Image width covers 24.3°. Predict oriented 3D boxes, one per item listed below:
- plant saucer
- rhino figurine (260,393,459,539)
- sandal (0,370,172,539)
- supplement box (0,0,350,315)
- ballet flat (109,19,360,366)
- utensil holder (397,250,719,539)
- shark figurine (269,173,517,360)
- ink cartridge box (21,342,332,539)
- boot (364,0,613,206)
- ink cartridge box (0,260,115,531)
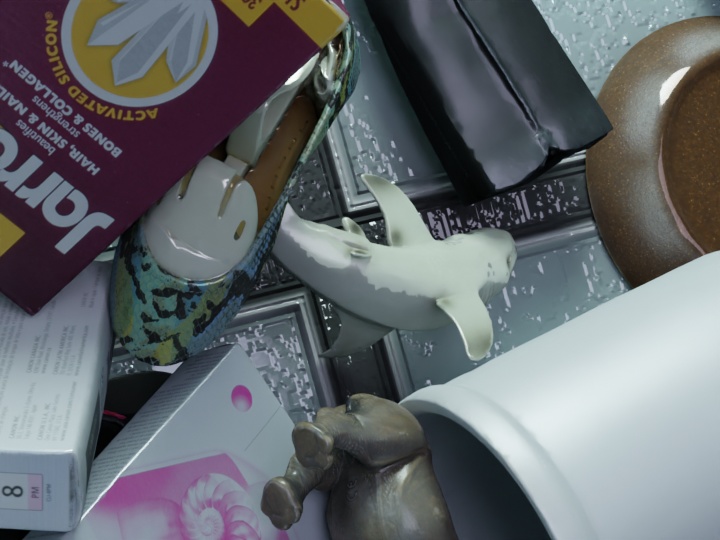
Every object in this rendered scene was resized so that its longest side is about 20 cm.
[{"bbox_3d":[0.227,-0.056,0.969,0.199,0.037,0.202,4,78,-18],"label":"plant saucer"},{"bbox_3d":[0.022,0.150,0.782,0.087,0.060,0.201,-31,101,-55],"label":"rhino figurine"},{"bbox_3d":[-0.140,0.097,0.771,0.200,0.045,0.075,-25,71,-45],"label":"sandal"},{"bbox_3d":[-0.126,-0.103,0.739,0.200,0.103,0.131,-42,122,12],"label":"supplement box"},{"bbox_3d":[-0.060,-0.052,0.780,0.074,0.074,0.201,29,68,-12],"label":"ballet flat"},{"bbox_3d":[0.137,0.098,0.838,0.199,0.170,0.171,-26,89,-24],"label":"utensil holder"},{"bbox_3d":[-0.015,0.003,0.854,0.214,0.090,0.129,21,39,-23],"label":"shark figurine"},{"bbox_3d":[-0.065,0.169,0.760,0.197,0.043,0.200,57,44,-18],"label":"ink cartridge box"},{"bbox_3d":[0.082,-0.156,0.914,0.164,0.066,0.201,-29,82,-10],"label":"boot"},{"bbox_3d":[-0.214,0.044,0.742,0.199,0.163,0.057,1,120,-3],"label":"ink cartridge box"}]
